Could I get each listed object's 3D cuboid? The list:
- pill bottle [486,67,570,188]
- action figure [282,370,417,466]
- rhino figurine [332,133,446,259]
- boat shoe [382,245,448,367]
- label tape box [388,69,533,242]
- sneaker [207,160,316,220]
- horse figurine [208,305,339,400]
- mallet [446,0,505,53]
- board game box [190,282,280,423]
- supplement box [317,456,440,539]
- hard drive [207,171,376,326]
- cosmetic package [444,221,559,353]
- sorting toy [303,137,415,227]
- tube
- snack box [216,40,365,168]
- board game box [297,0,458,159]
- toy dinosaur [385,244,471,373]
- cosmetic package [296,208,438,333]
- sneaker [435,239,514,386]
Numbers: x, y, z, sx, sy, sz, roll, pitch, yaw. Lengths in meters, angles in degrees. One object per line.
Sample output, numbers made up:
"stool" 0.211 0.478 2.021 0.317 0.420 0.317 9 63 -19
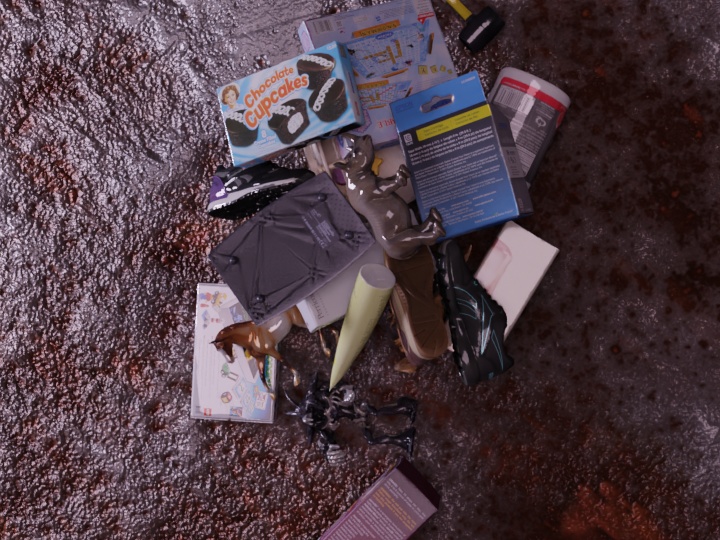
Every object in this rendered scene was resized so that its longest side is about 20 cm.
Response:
"pill bottle" 0.206 -0.175 1.682 0.110 0.111 0.201 26 93 7
"action figure" -0.020 0.212 1.714 0.199 0.102 0.120 6 102 6
"rhino figurine" 0.029 -0.103 1.600 0.087 0.060 0.200 -38 81 18
"boat shoe" 0.065 0.035 1.634 0.072 0.072 0.201 -6 68 -26
"label tape box" 0.137 -0.152 1.613 0.144 0.063 0.201 -16 88 30
"sneaker" -0.146 -0.137 1.711 0.199 0.076 0.088 -11 71 38
"horse figurine" -0.106 0.091 1.723 0.200 0.050 0.133 -39 101 -13
"mallet" 0.131 -0.411 1.734 0.066 0.041 0.200 -36 81 5
"board game box" -0.183 0.122 1.766 0.125 0.035 0.201 4 90 5
"supplement box" 0.016 0.371 1.702 0.200 0.110 0.086 -45 85 5
"hard drive" -0.093 -0.028 1.624 0.200 0.042 0.135 -36 81 -5
"cosmetic package" 0.192 0.034 1.687 0.087 0.103 0.201 32 92 5
"sorting toy" 0.019 -0.158 1.718 0.179 0.107 0.201 -18 82 -3
"tube" -0.005 0.078 1.636 0.058 0.201 0.052 -9 48 -29
"snack box" -0.098 -0.227 1.645 0.199 0.037 0.117 -17 82 25
"board game box" 0.036 -0.277 1.692 0.199 0.041 0.200 -16 81 -19
"toy dinosaur" 0.100 0.062 1.695 0.060 0.106 0.201 35 72 -34
"cosmetic package" 0.000 0.000 1.696 0.199 0.071 0.102 -25 86 -14
"sneaker" 0.152 0.052 1.615 0.079 0.075 0.201 -14 95 -4
